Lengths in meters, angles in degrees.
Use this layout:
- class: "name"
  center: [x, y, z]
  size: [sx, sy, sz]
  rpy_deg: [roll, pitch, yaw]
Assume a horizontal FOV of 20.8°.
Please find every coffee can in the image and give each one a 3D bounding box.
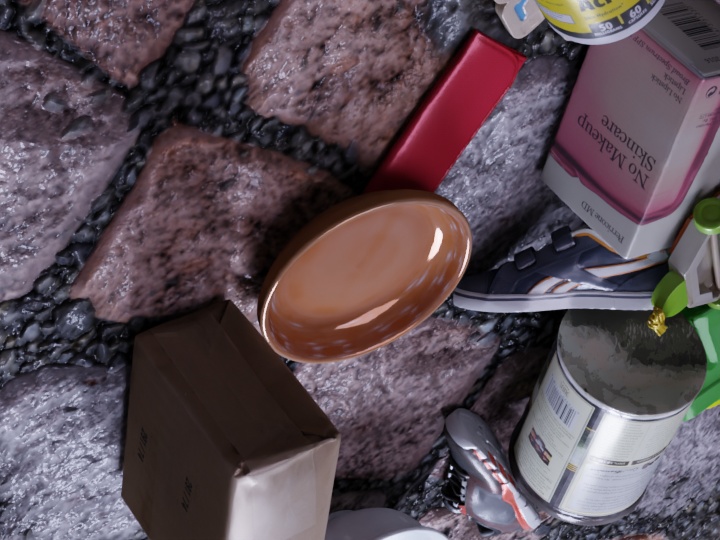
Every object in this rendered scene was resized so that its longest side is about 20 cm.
- class: "coffee can"
  center: [0.238, 0.135, 1.904]
  size: [0.146, 0.147, 0.200]
  rpy_deg: [-21, 150, -26]

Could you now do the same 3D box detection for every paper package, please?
- class: "paper package"
  center: [-0.111, 0.160, 1.615]
  size: [0.103, 0.191, 0.200]
  rpy_deg: [-17, 135, -27]

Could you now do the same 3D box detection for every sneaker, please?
- class: "sneaker"
  center: [0.116, 0.218, 1.984]
  size: [0.082, 0.077, 0.200]
  rpy_deg: [-26, 134, 9]
- class: "sneaker"
  center: [0.184, -0.003, 1.798]
  size: [0.199, 0.078, 0.080]
  rpy_deg: [-2, 99, 2]

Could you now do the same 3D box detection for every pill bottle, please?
- class: "pill bottle"
  center: [0.158, -0.268, 1.485]
  size: [0.111, 0.111, 0.200]
  rpy_deg: [-43, 143, 0]

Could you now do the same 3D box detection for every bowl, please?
- class: "bowl"
  center: [-0.012, 0.301, 1.930]
  size: [0.201, 0.090, 0.202]
  rpy_deg: [-26, 140, -23]

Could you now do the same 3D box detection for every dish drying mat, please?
- class: "dish drying mat"
  center: [0.063, -0.109, 1.655]
  size: [0.077, 0.018, 0.200]
  rpy_deg: [18, 113, -49]

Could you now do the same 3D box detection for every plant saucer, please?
- class: "plant saucer"
  center: [0.000, 0.000, 1.667]
  size: [0.200, 0.038, 0.200]
  rpy_deg: [-20, 144, -15]

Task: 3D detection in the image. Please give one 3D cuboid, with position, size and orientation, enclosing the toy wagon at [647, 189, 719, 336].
- class: "toy wagon"
  center: [0.324, -0.023, 1.752]
  size: [0.200, 0.040, 0.155]
  rpy_deg: [-40, 150, -10]

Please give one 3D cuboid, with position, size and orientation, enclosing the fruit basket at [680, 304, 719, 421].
- class: "fruit basket"
  center: [0.360, 0.086, 2.031]
  size: [0.215, 0.155, 0.216]
  rpy_deg: [-14, 118, -28]

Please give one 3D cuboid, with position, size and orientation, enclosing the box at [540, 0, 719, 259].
- class: "box"
  center: [0.260, -0.131, 1.712]
  size: [0.109, 0.128, 0.200]
  rpy_deg: [-16, 138, -36]

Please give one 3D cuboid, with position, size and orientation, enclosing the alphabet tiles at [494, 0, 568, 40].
- class: "alphabet tiles"
  center: [0.184, -0.281, 1.600]
  size: [0.200, 0.015, 0.196]
  rpy_deg: [-41, 144, -3]

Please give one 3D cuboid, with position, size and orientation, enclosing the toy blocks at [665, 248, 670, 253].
- class: "toy blocks"
  center: [0.298, -0.038, 1.859]
  size: [0.136, 0.100, 0.200]
  rpy_deg: [0, 154, -43]
